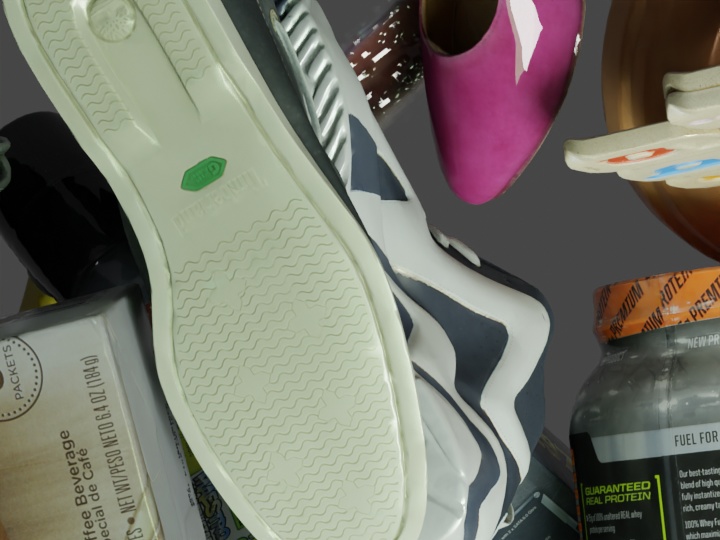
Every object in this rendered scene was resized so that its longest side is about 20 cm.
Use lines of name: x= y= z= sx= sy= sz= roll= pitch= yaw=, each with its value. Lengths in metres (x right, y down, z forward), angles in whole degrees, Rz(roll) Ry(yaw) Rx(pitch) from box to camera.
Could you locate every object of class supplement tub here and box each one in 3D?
supplement tub: x=0.134 y=0.101 z=0.899 sx=0.122 sy=0.122 sz=0.202 roll=-4 pitch=86 yaw=-18

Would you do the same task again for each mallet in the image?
mallet: x=-0.109 y=0.049 z=0.865 sx=0.041 sy=0.066 sz=0.201 roll=-11 pitch=130 yaw=-41

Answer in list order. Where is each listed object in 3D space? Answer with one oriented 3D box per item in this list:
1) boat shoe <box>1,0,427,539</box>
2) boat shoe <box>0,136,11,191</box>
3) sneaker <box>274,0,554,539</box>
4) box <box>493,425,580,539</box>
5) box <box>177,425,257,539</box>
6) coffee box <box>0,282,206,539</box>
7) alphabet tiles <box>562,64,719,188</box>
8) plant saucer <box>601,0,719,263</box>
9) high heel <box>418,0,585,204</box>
boat shoe: x=-0.028 y=-0.013 z=0.736 sx=0.071 sy=0.068 sz=0.201 roll=-21 pitch=98 yaw=17
boat shoe: x=-0.137 y=-0.023 z=0.799 sx=0.068 sy=0.073 sz=0.201 roll=-17 pitch=108 yaw=-37
sneaker: x=0.000 y=0.000 z=0.831 sx=0.079 sy=0.200 sz=0.129 roll=-32 pitch=165 yaw=15
box: x=-0.018 y=0.116 z=0.951 sx=0.200 sy=0.051 sz=0.158 roll=-44 pitch=124 yaw=10
box: x=-0.002 y=0.142 z=0.873 sx=0.035 sy=0.110 sz=0.201 roll=-31 pitch=123 yaw=2
coffee box: x=-0.145 y=0.085 z=0.738 sx=0.198 sy=0.080 sz=0.115 roll=-15 pitch=95 yaw=4
alphabet tiles: x=0.168 y=-0.053 z=0.801 sx=0.194 sy=0.015 sz=0.200 roll=-13 pitch=173 yaw=27
plant saucer: x=0.179 y=-0.078 z=0.911 sx=0.199 sy=0.038 sz=0.201 roll=-10 pitch=125 yaw=-14
high heel: x=0.016 y=-0.115 z=0.805 sx=0.096 sy=0.067 sz=0.202 roll=-6 pitch=109 yaw=-29
